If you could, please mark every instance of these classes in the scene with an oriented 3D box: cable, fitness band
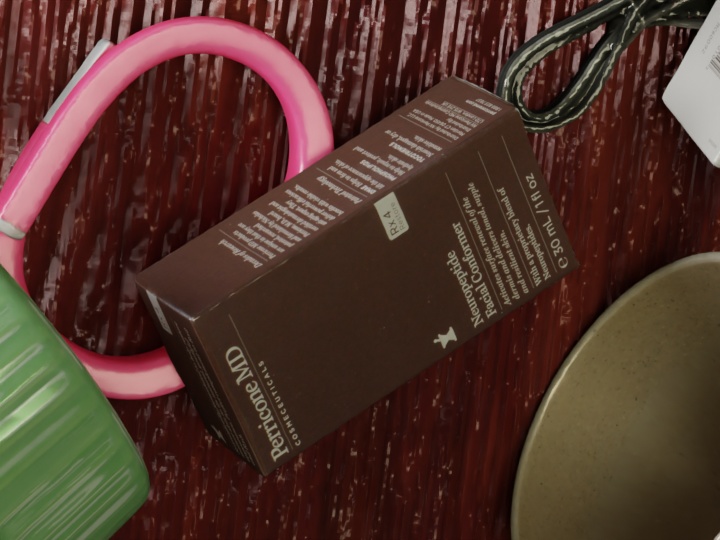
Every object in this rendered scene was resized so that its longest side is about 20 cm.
[{"bbox_3d":[0.157,-0.141,1.447,0.199,0.050,0.098,-25,109,-11],"label":"cable"},{"bbox_3d":[-0.099,-0.032,1.408,0.143,0.037,0.201,34,90,-16],"label":"fitness band"}]

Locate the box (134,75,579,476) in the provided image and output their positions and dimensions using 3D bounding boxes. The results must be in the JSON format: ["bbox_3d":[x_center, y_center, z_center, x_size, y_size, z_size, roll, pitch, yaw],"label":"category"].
[{"bbox_3d":[0.000,0.000,1.394,0.199,0.075,0.101,-33,120,-14],"label":"box"}]

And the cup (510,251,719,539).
[{"bbox_3d":[0.193,0.113,1.430,0.143,0.200,0.201,31,90,-28],"label":"cup"}]

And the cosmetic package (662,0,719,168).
[{"bbox_3d":[0.270,-0.080,1.442,0.199,0.085,0.108,21,110,-25],"label":"cosmetic package"}]

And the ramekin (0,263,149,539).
[{"bbox_3d":[-0.188,0.065,1.321,0.098,0.200,0.201,-39,105,-14],"label":"ramekin"}]
